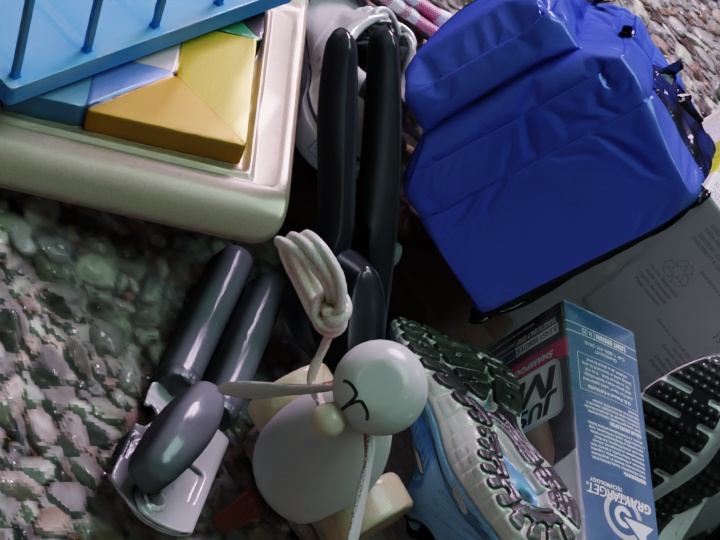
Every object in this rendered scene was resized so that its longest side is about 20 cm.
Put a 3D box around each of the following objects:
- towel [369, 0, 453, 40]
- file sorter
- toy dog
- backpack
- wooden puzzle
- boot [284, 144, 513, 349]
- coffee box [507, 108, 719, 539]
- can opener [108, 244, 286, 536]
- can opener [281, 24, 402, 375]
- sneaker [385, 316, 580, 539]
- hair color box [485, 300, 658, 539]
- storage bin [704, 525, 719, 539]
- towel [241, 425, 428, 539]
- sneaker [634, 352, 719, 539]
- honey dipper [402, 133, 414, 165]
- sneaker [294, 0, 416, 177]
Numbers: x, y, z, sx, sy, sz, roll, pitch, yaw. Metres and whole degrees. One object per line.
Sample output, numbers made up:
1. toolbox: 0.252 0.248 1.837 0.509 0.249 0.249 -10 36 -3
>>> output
1. towel: 0.010 -0.195 1.187 0.200 0.030 0.146 32 7 -26
2. file sorter: -0.139 -0.204 0.966 0.200 0.123 0.139 -27 63 -37
3. toy dog: -0.028 0.087 0.879 0.096 0.200 0.132 -32 59 -17
4. backpack: 0.117 -0.090 1.057 0.168 0.162 0.200 65 19 -8
5. wooden puzzle: -0.122 -0.118 1.001 0.185 0.037 0.200 13 52 -11
6. boot: 0.000 0.000 1.075 0.200 0.064 0.186 56 38 -1
7. coffee box: 0.240 0.024 1.189 0.200 0.200 0.198 51 38 -6
8. can opener: -0.078 0.058 0.951 0.053 0.066 0.200 41 35 -17
9. can opener: 0.000 -0.034 0.984 0.063 0.079 0.200 -3 103 -41
10. sneaker: 0.043 0.103 0.977 0.078 0.090 0.200 22 27 -28
11. hair color box: 0.108 0.128 1.001 0.061 0.100 0.200 24 46 -30
12. storage bin: 0.288 0.197 1.163 0.200 0.135 0.094 -25 82 -51
13. towel: 0.026 0.148 1.011 0.200 0.034 0.133 56 37 3
14. sneaker: 0.173 0.125 1.068 0.074 0.200 0.080 38 23 12
15. honey dipper: 0.065 -0.057 1.159 0.200 0.038 0.038 26 44 -54
16. sneaker: 0.003 -0.127 1.083 0.073 0.071 0.200 36 27 -26
